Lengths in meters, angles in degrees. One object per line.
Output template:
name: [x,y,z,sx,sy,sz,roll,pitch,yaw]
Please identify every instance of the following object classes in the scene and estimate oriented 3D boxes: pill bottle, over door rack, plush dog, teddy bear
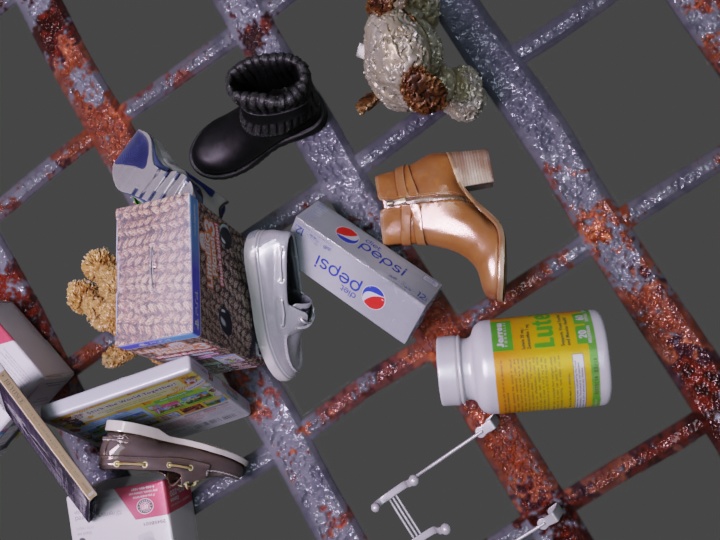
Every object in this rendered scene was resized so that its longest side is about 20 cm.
pill bottle: [0.192,0.112,0.946,0.195,0.111,0.114,-6,86,9]
over door rack: [0.128,0.295,0.971,0.199,0.067,0.149,-36,83,6]
plush dog: [0.049,-0.258,0.958,0.158,0.172,0.203,-27,84,7]
teddy bear: [-0.314,0.058,1.057,0.144,0.067,0.201,-39,81,8]

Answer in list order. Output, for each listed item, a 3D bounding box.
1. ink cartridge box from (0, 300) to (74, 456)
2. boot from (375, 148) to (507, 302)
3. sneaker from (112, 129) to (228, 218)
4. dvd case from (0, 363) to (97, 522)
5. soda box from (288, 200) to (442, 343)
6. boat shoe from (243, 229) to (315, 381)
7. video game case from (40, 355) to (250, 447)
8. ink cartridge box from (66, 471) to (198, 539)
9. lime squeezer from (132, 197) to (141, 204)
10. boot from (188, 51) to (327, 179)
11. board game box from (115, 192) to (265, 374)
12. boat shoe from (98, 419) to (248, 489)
ink cartridge box: [-0.516,0.163,1.077,0.148,0.086,0.200,45,96,8]
boot: [0.102,-0.047,0.992,0.151,0.074,0.204,-11,73,8]
sneaker: [-0.244,-0.097,1.049,0.081,0.115,0.199,-50,51,1]
dvd case: [-0.379,0.207,0.946,0.016,0.149,0.201,-36,81,-30]
soda box: [0.000,0.000,0.997,0.198,0.063,0.069,34,125,10]
boat shoe: [-0.093,0.045,0.995,0.067,0.072,0.205,-3,104,19]
video game case: [-0.261,0.175,0.989,0.196,0.183,0.023,-19,60,8]
ink cartridge box: [-0.288,0.376,1.029,0.142,0.085,0.205,-11,87,9]
lime squeezer: [-0.273,-0.040,1.042,0.037,0.072,0.201,-16,43,-9]
boot: [-0.145,-0.194,0.995,0.208,0.158,0.081,-27,83,7]
board game box: [-0.198,0.025,0.947,0.095,0.200,0.163,-10,71,14]
boat shoe: [-0.230,0.238,0.985,0.071,0.198,0.061,-12,59,47]
